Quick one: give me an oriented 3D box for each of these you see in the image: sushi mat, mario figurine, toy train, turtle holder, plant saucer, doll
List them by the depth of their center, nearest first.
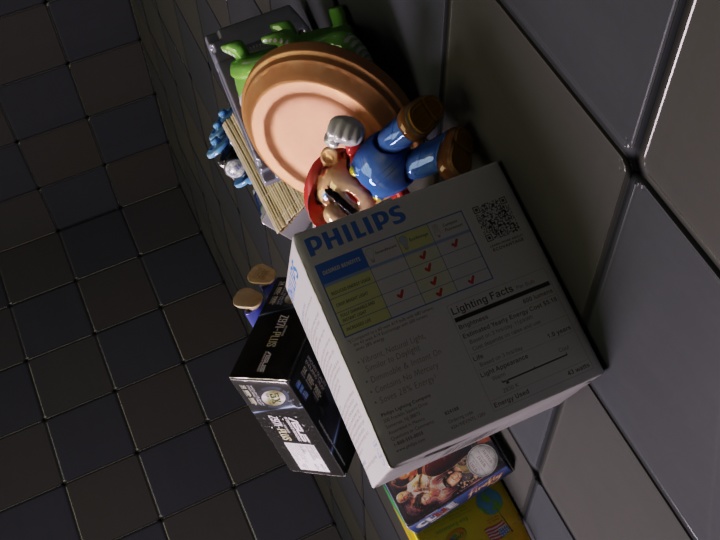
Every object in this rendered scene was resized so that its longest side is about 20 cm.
[{"bbox_3d":[0.010,-0.078,0.909,0.199,0.105,0.125,-25,83,51],"label":"mario figurine"},{"bbox_3d":[-0.035,-0.139,1.006,0.201,0.198,0.038,83,-154,-47],"label":"plant saucer"},{"bbox_3d":[-0.049,-0.208,1.074,0.141,0.184,0.133,-57,-46,-63],"label":"turtle holder"},{"bbox_3d":[-0.112,-0.149,1.247,0.012,0.096,0.201,14,-140,-50],"label":"sushi mat"},{"bbox_3d":[-0.098,0.079,1.316,0.048,0.137,0.201,9,144,30],"label":"doll"},{"bbox_3d":[-0.152,-0.200,1.397,0.087,0.114,0.201,46,-161,-24],"label":"toy train"}]

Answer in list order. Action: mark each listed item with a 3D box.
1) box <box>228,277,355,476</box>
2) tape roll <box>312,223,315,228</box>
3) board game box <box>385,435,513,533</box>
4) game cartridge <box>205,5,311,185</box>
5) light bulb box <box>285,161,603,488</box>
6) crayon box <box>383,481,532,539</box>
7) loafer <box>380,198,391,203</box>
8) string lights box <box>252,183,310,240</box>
[{"bbox_3d":[-0.061,0.135,1.242,0.201,0.085,0.165,65,-144,-40],"label":"box"},{"bbox_3d":[-0.040,-0.007,1.362,0.200,0.048,0.203,177,90,-85],"label":"tape roll"},{"bbox_3d":[0.072,0.185,1.158,0.201,0.135,0.035,60,-172,32],"label":"board game box"},{"bbox_3d":[-0.093,-0.216,1.194,0.041,0.132,0.202,99,149,-79],"label":"game cartridge"},{"bbox_3d":[0.062,0.047,0.833,0.125,0.197,0.201,111,137,-69],"label":"light bulb box"},{"bbox_3d":[0.105,0.274,1.183,0.051,0.126,0.201,88,158,-59],"label":"crayon box"},{"bbox_3d":[0.031,-0.025,1.146,0.063,0.071,0.202,-111,0,-71],"label":"loafer"},{"bbox_3d":[-0.094,-0.118,1.340,0.059,0.103,0.200,30,-171,-16],"label":"string lights box"}]
